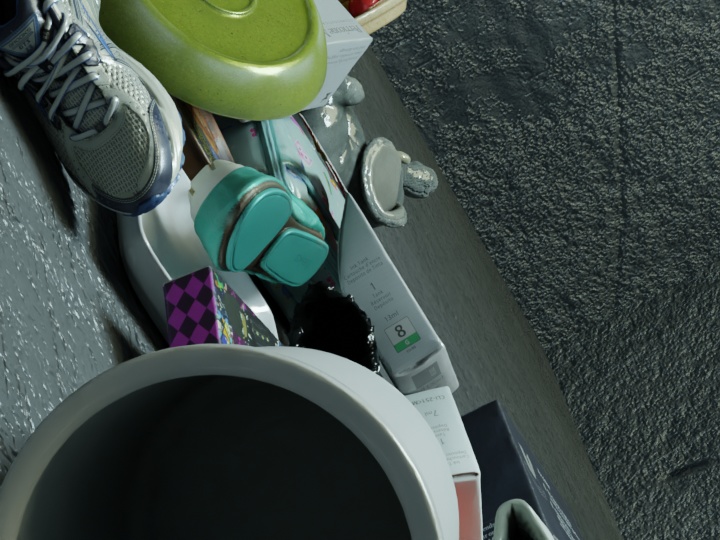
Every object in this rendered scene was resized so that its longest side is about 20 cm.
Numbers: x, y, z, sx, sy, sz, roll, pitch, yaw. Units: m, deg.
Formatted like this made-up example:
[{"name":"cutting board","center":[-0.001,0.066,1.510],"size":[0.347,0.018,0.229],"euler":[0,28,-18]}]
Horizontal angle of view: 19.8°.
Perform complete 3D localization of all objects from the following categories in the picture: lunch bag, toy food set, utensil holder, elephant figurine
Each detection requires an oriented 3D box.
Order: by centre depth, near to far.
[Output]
[{"name":"utensil holder","center":[-0.041,0.112,0.823],"size":[0.171,0.169,0.200],"euler":[63,6,4]},{"name":"lunch bag","center":[-0.052,-0.035,1.621],"size":[0.200,0.077,0.161],"euler":[55,10,-41]},{"name":"toy food set","center":[-0.049,-0.211,1.795],"size":[0.049,0.199,0.198],"euler":[64,10,-10]},{"name":"elephant figurine","center":[-0.010,-0.081,1.825],"size":[0.200,0.155,0.141],"euler":[49,-9,-28]}]

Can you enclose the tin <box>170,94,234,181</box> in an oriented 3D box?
[{"name":"tin","center":[-0.145,-0.133,1.480],"size":[0.201,0.042,0.112],"euler":[64,3,10]}]

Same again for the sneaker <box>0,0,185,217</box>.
[{"name":"sneaker","center":[-0.172,-0.116,1.150],"size":[0.201,0.077,0.085],"euler":[58,15,19]}]

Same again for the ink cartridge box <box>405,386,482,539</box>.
[{"name":"ink cartridge box","center":[0.067,0.213,1.451],"size":[0.174,0.043,0.201],"euler":[-110,-168,-49]}]

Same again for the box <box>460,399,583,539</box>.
[{"name":"box","center":[0.124,0.251,1.691],"size":[0.197,0.117,0.201],"euler":[55,12,-47]}]

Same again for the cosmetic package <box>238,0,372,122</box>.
[{"name":"cosmetic package","center":[-0.100,-0.213,1.579],"size":[0.200,0.081,0.113],"euler":[47,33,15]}]

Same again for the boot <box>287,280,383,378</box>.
[{"name":"boot","center":[-0.014,0.078,1.364],"size":[0.199,0.073,0.163],"euler":[-102,180,-50]}]

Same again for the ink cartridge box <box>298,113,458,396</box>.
[{"name":"ink cartridge box","center":[0.000,0.000,1.496],"size":[0.201,0.050,0.161],"euler":[57,-1,15]}]

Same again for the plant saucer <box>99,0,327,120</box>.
[{"name":"plant saucer","center":[-0.104,-0.192,1.455],"size":[0.199,0.031,0.201],"euler":[22,43,-22]}]

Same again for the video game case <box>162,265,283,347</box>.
[{"name":"video game case","center":[-0.047,0.126,1.129],"size":[0.181,0.036,0.201],"euler":[53,22,-52]}]

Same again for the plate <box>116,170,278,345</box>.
[{"name":"plate","center":[-0.102,0.011,1.280],"size":[0.200,0.032,0.200],"euler":[58,9,-30]}]

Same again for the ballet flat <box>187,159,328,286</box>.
[{"name":"ballet flat","center":[-0.076,-0.034,1.316],"size":[0.070,0.067,0.200],"euler":[39,1,15]}]

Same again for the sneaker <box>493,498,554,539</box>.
[{"name":"sneaker","center":[0.119,0.244,1.469],"size":[0.201,0.074,0.089],"euler":[-100,171,-56]}]
